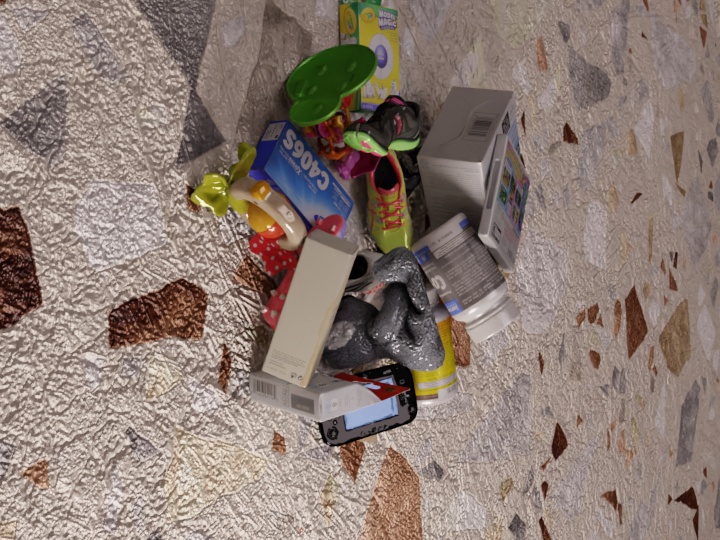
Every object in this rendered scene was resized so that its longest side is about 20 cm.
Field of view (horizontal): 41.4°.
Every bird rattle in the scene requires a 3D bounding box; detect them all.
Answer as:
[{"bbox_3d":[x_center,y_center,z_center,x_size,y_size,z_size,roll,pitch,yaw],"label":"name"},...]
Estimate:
[{"bbox_3d":[-0.139,-0.071,1.343,0.113,0.162,0.202,-42,115,-20],"label":"bird rattle"}]

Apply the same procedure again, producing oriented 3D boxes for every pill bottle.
[{"bbox_3d":[0.110,0.130,1.691,0.108,0.108,0.204,-22,108,-49],"label":"pill bottle"},{"bbox_3d":[0.182,0.014,1.634,0.113,0.113,0.202,-32,89,-46],"label":"pill bottle"}]

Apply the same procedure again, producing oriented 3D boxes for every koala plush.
[{"bbox_3d":[0.019,0.094,1.497,0.178,0.197,0.187,70,2,-70],"label":"koala plush"}]

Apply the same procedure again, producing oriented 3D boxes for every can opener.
[{"bbox_3d":[0.102,-0.193,1.724,0.063,0.079,0.200,44,44,2],"label":"can opener"}]

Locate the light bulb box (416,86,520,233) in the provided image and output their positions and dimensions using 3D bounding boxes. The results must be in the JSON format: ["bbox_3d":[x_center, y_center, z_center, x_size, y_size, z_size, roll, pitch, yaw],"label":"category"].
[{"bbox_3d":[0.201,-0.187,1.713,0.200,0.123,0.202,-62,150,-35],"label":"light bulb box"}]

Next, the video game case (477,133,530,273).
[{"bbox_3d":[0.255,-0.113,1.673,0.200,0.023,0.186,41,59,-62],"label":"video game case"}]

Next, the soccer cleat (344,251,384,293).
[{"bbox_3d":[0.000,0.000,1.557,0.198,0.085,0.070,-9,75,-49],"label":"soccer cleat"}]

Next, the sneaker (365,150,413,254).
[{"bbox_3d":[0.044,-0.116,1.602,0.090,0.077,0.204,-136,-148,-83],"label":"sneaker"}]

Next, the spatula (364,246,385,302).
[{"bbox_3d":[0.017,0.037,1.640,0.056,0.020,0.203,37,62,-41],"label":"spatula"}]

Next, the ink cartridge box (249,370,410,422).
[{"bbox_3d":[-0.044,0.170,1.441,0.198,0.158,0.048,-12,103,-45],"label":"ink cartridge box"}]

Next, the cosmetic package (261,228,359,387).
[{"bbox_3d":[-0.070,0.052,1.363,0.104,0.072,0.203,-57,167,-78],"label":"cosmetic package"}]

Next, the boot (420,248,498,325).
[{"bbox_3d":[0.185,0.051,1.746,0.073,0.153,0.204,-17,104,-50],"label":"boot"}]

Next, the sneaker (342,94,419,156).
[{"bbox_3d":[0.033,-0.222,1.428,0.199,0.076,0.085,-29,134,-62],"label":"sneaker"}]

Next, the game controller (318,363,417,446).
[{"bbox_3d":[0.011,0.221,1.585,0.197,0.042,0.107,-11,99,-35],"label":"game controller"}]

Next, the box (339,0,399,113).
[{"bbox_3d":[0.017,-0.370,1.611,0.116,0.048,0.204,-8,96,-52],"label":"box"}]

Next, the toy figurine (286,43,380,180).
[{"bbox_3d":[-0.025,-0.219,1.491,0.202,0.147,0.186,-70,149,-42],"label":"toy figurine"}]

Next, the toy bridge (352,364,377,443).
[{"bbox_3d":[0.013,0.192,1.633,0.067,0.027,0.204,17,79,-49],"label":"toy bridge"}]

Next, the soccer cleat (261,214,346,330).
[{"bbox_3d":[-0.076,0.008,1.461,0.076,0.066,0.202,39,79,-41],"label":"soccer cleat"}]

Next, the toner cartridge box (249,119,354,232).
[{"bbox_3d":[-0.090,-0.130,1.482,0.200,0.043,0.096,49,56,-41],"label":"toner cartridge box"}]
